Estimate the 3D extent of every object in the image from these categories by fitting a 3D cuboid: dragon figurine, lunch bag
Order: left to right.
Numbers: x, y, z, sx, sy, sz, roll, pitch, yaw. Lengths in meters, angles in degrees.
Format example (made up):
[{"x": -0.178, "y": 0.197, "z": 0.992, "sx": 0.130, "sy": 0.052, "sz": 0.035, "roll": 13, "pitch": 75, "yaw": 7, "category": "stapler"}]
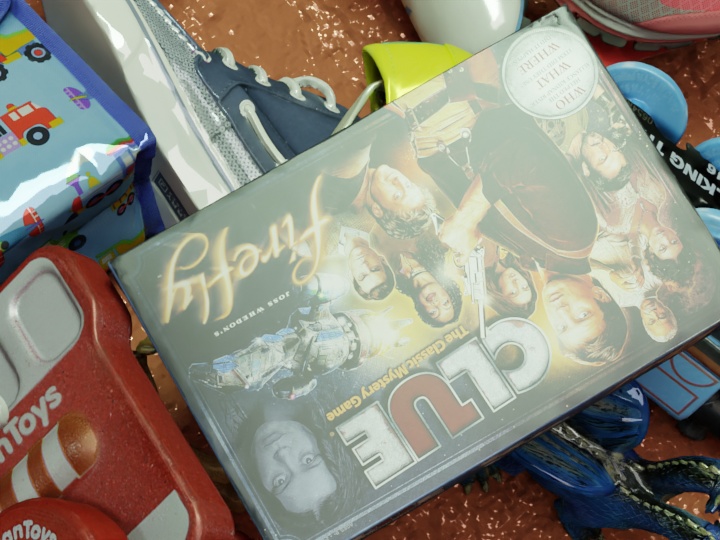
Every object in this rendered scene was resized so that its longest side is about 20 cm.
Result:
[{"x": -0.199, "y": -0.063, "z": 0.846, "sx": 0.150, "sy": 0.094, "sz": 0.200, "roll": -35, "pitch": 71, "yaw": -17, "category": "lunch bag"}, {"x": 0.082, "y": 0.066, "z": 0.848, "sx": 0.200, "sy": 0.099, "sz": 0.059, "roll": 34, "pitch": 70, "yaw": 0, "category": "dragon figurine"}]

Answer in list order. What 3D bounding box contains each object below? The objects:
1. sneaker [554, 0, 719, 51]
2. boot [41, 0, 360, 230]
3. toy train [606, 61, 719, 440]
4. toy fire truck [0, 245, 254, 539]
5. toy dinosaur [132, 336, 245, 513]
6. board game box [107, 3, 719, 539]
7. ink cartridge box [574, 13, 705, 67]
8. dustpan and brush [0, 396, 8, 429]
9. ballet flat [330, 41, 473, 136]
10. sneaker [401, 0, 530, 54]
[{"x": 0.094, "y": -0.154, "z": 0.851, "sx": 0.200, "sy": 0.087, "sz": 0.074, "roll": 21, "pitch": 67, "yaw": -12, "category": "sneaker"}, {"x": -0.053, "y": -0.063, "z": 0.880, "sx": 0.090, "sy": 0.073, "sz": 0.200, "roll": -30, "pitch": 90, "yaw": -25, "category": "boot"}, {"x": 0.129, "y": 0.000, "z": 0.870, "sx": 0.200, "sy": 0.114, "sz": 0.087, "roll": 37, "pitch": 39, "yaw": -6, "category": "toy train"}, {"x": -0.137, "y": 0.111, "z": 0.772, "sx": 0.200, "sy": 0.112, "sz": 0.168, "roll": -44, "pitch": 58, "yaw": 17, "category": "toy fire truck"}, {"x": -0.081, "y": 0.095, "z": 0.840, "sx": 0.106, "sy": 0.060, "sz": 0.200, "roll": -26, "pitch": 93, "yaw": -6, "category": "toy dinosaur"}, {"x": 0.026, "y": 0.008, "z": 0.773, "sx": 0.200, "sy": 0.035, "sz": 0.136, "roll": -30, "pitch": 79, "yaw": -6, "category": "board game box"}, {"x": 0.159, "y": -0.190, "z": 0.941, "sx": 0.200, "sy": 0.050, "sz": 0.161, "roll": -19, "pitch": 78, "yaw": -35, "category": "ink cartridge box"}, {"x": -0.214, "y": 0.067, "z": 0.755, "sx": 0.057, "sy": 0.200, "sz": 0.140, "roll": -16, "pitch": 94, "yaw": -53, "category": "dustpan and brush"}, {"x": 0.000, "y": 0.000, "z": 0.824, "sx": 0.067, "sy": 0.067, "sz": 0.201, "roll": 18, "pitch": 78, "yaw": -10, "category": "ballet flat"}, {"x": 0.017, "y": -0.172, "z": 0.913, "sx": 0.072, "sy": 0.072, "sz": 0.201, "roll": -2, "pitch": 65, "yaw": -42, "category": "sneaker"}]
